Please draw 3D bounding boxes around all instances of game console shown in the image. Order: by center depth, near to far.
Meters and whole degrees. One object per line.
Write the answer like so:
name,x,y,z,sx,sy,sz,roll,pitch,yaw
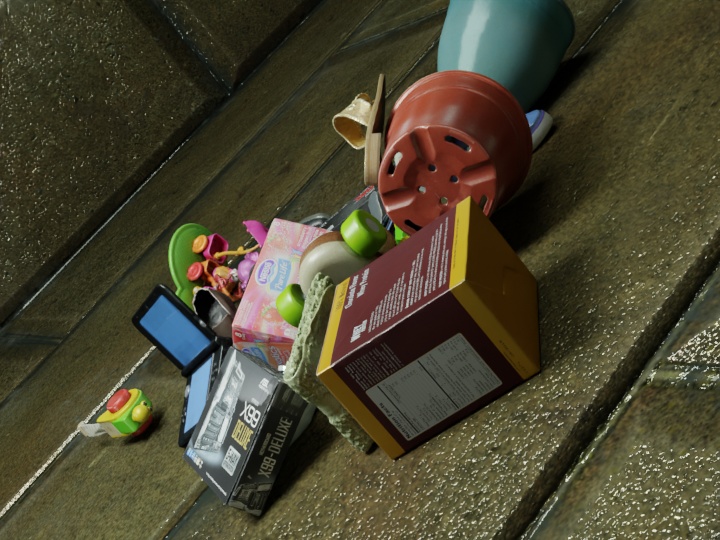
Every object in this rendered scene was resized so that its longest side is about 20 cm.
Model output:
game console,-0.257,0.137,1.796,0.200,0.115,0.178,140,139,-63

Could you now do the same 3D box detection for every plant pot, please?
plant pot,0.110,-0.132,1.636,0.200,0.202,0.195,-34,10,21
plant pot,0.201,-0.309,1.943,0.199,0.199,0.190,-16,46,52

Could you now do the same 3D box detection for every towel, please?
towel,-0.021,0.105,1.508,0.036,0.148,0.201,-33,23,27

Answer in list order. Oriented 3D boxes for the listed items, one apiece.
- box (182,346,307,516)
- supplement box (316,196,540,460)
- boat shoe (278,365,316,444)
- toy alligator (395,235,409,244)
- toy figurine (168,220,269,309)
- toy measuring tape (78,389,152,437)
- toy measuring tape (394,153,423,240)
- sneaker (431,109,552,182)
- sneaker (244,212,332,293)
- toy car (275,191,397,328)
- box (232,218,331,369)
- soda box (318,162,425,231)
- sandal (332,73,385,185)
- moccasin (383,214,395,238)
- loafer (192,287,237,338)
box,-0.143,0.193,1.600,0.159,0.049,0.200,-67,24,0
supplement box,0.077,0.060,1.425,0.199,0.133,0.198,-34,20,22
boat shoe,-0.085,0.148,1.660,0.073,0.067,0.201,-15,34,54
toy alligator,0.074,-0.016,1.713,0.199,0.059,0.055,-4,83,46
toy figurine,-0.217,-0.007,2.222,0.183,0.150,0.202,-16,52,34
toy measuring tape,-0.382,0.227,2.063,0.199,0.074,0.074,-15,31,53
toy measuring tape,0.083,-0.107,1.809,0.073,0.073,0.203,-21,62,46
sneaker,0.154,-0.202,1.838,0.199,0.147,0.081,-34,19,22
sneaker,-0.110,-0.005,2.050,0.199,0.076,0.115,-36,21,27
toy car,-0.008,-0.020,1.667,0.164,0.157,0.201,-47,24,24
box,-0.103,0.040,1.786,0.103,0.093,0.201,94,-169,-51
soda box,0.033,-0.094,1.960,0.199,0.071,0.063,-40,17,5
sandal,-0.004,-0.193,1.734,0.069,0.078,0.213,1,43,3
moccasin,0.000,0.000,1.819,0.201,0.068,0.080,-52,21,-27
loafer,-0.194,0.103,1.852,0.073,0.071,0.201,-39,56,5
